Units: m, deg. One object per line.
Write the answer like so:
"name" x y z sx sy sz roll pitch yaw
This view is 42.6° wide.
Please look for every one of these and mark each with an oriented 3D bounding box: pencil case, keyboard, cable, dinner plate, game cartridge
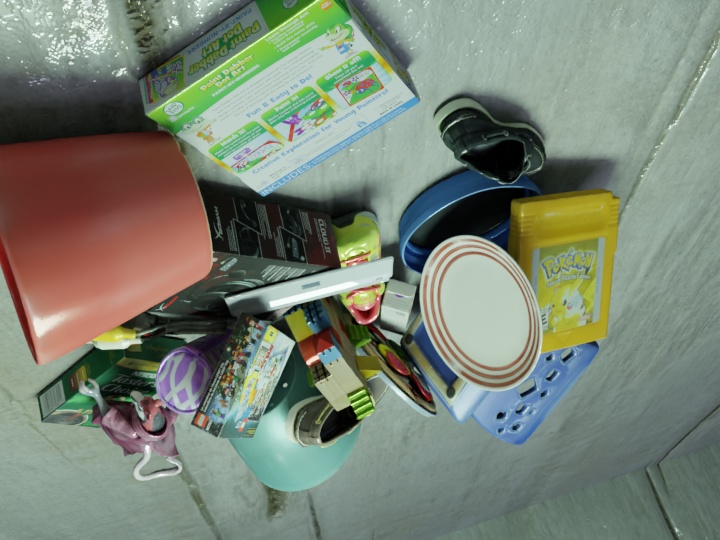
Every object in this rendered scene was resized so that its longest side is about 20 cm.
"pencil case" -0.187 0.116 1.168 0.087 0.083 0.200 -62 175 14
"keyboard" -0.057 0.019 1.063 0.196 0.011 0.057 -14 152 -5
"cable" -0.243 0.079 1.117 0.196 0.052 0.097 5 170 20
"dinner plate" 0.153 0.052 1.165 0.024 0.202 0.201 -20 159 -38
"game cartridge" 0.260 0.002 1.188 0.173 0.032 0.205 -9 110 -31

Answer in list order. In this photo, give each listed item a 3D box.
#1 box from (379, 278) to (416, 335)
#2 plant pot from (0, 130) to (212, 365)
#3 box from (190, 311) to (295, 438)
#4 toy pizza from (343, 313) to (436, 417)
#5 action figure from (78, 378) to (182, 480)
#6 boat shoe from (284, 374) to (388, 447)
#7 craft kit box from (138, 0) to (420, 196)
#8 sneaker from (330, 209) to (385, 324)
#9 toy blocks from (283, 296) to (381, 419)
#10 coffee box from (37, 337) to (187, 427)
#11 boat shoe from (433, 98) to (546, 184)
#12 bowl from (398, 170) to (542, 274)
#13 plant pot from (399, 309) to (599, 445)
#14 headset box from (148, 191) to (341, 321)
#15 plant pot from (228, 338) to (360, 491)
"box" 0.051 0.053 1.282 0.041 0.039 0.200 17 168 5
"plant pot" -0.241 -0.035 0.844 0.174 0.203 0.202 -19 155 -23
"box" -0.137 0.132 1.118 0.037 0.139 0.200 24 172 8
"toy pizza" 0.045 0.129 1.325 0.032 0.201 0.200 -44 149 5
"action figure" -0.284 0.200 1.177 0.131 0.152 0.199 -11 173 -24
"boat shoe" -0.017 0.186 1.263 0.059 0.074 0.198 11 -158 38
"craft kit box" -0.069 -0.167 0.862 0.197 0.049 0.197 -28 154 16
"sneaker" 0.000 0.000 1.161 0.077 0.092 0.201 -16 151 0
"toy blocks" -0.052 0.079 1.189 0.098 0.202 0.137 -26 139 6
"coffee box" -0.339 0.154 1.269 0.199 0.045 0.122 -35 149 27
"boat shoe" 0.160 -0.132 1.050 0.074 0.067 0.198 -33 150 25
"bowl" 0.140 -0.064 1.194 0.196 0.040 0.202 -16 153 -8
"plant pot" 0.185 0.107 1.328 0.178 0.201 0.202 18 115 -43
"headset box" -0.130 -0.009 1.064 0.197 0.079 0.148 9 148 -41
"plant pot" -0.117 0.191 1.334 0.197 0.203 0.162 -24 140 9
